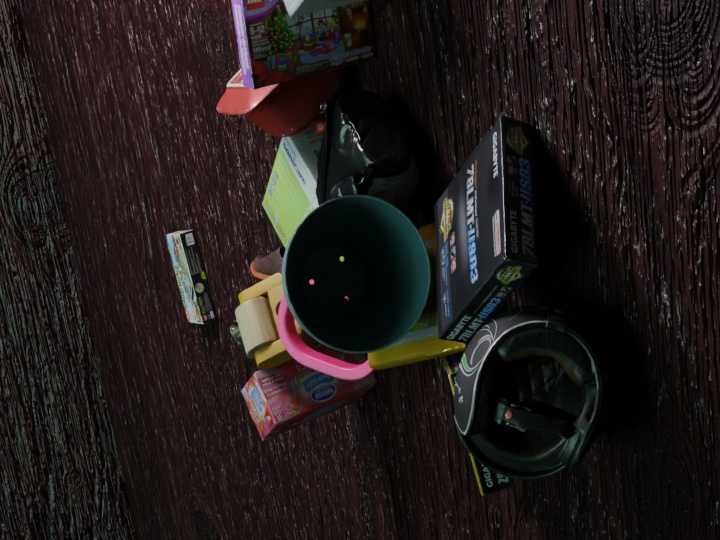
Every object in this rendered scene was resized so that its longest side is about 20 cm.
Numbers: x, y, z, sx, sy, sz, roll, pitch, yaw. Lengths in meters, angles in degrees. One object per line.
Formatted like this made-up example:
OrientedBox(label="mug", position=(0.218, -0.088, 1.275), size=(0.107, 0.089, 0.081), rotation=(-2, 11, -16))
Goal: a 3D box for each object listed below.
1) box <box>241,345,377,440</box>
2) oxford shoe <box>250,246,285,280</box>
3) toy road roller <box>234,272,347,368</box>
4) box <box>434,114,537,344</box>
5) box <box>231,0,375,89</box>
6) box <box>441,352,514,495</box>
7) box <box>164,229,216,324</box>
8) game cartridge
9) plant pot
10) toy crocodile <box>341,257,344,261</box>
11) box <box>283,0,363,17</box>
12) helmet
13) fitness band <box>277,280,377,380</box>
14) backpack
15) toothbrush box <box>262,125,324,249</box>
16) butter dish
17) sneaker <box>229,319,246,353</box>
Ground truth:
OrientedBox(label="box", position=(-0.085, 0.192, 1.978), size=(0.097, 0.197, 0.100), rotation=(63, 153, 14))
OrientedBox(label="oxford shoe", position=(-0.140, -0.008, 2.141), size=(0.199, 0.070, 0.074), rotation=(25, 100, 60))
OrientedBox(label="toy road roller", position=(-0.088, 0.075, 1.931), size=(0.146, 0.198, 0.125), rotation=(33, -145, -62))
OrientedBox(label="box", position=(0.147, -0.046, 1.433), size=(0.199, 0.049, 0.203), rotation=(123, 153, -55))
OrientedBox(label="box", position=(-0.076, -0.337, 1.633), size=(0.039, 0.197, 0.139), rotation=(27, 130, 54))
OrientedBox(label="box", position=(0.153, 0.193, 1.587), size=(0.200, 0.049, 0.162), rotation=(-76, -31, -86))
OrientedBox(label="box", position=(-0.373, 0.014, 2.630), size=(0.110, 0.034, 0.204), rotation=(-1, 105, 64))
OrientedBox(label="game cartridge", position=(0.080, 0.032, 1.623), size=(0.199, 0.032, 0.180), rotation=(-19, 69, 48))
OrientedBox(label="plant pot", position=(-0.020, 0.008, 1.601), size=(0.135, 0.197, 0.204), rotation=(168, 84, -73))
OrientedBox(label="toy crocodile", position=(0.000, 0.000, 1.835), size=(0.062, 0.067, 0.203), rotation=(15, 123, 65))
OrientedBox(label="box", position=(-0.044, -0.454, 1.550), size=(0.106, 0.150, 0.203), rotation=(-27, 83, 64))
OrientedBox(label="helmet", position=(0.198, 0.143, 1.398), size=(0.191, 0.197, 0.203), rotation=(68, 180, -83))
OrientedBox(label="fitness band", position=(-0.041, 0.083, 1.783), size=(0.198, 0.037, 0.146), rotation=(17, 107, 31))
OrientedBox(label="backpack", position=(0.007, -0.131, 1.682), size=(0.202, 0.124, 0.169), rotation=(105, 151, -48))
OrientedBox(label="toothbrush box", position=(-0.074, -0.116, 1.897), size=(0.147, 0.085, 0.201), rotation=(60, 152, 24))
OrientedBox(label="butter dish", position=(-0.093, -0.266, 1.777), size=(0.148, 0.200, 0.199), rotation=(46, 169, -22))
OrientedBox(label="sneaker", position=(-0.167, 0.104, 2.191), size=(0.199, 0.113, 0.077), rotation=(-29, 82, 62))
